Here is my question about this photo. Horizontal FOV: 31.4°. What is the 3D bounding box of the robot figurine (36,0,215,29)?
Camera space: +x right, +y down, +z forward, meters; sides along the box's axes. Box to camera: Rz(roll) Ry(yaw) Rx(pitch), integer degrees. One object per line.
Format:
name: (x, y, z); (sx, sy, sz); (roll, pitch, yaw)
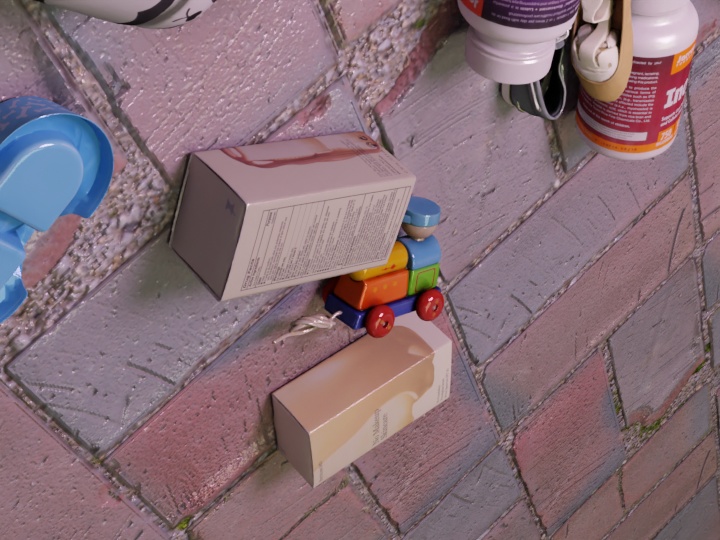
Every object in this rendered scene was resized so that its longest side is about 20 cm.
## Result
robot figurine: (-0.168, -0.222, 0.807); (0.199, 0.150, 0.126); (6, 106, -50)

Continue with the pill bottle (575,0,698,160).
pill bottle: (0.288, -0.223, 1.330); (0.112, 0.113, 0.201); (-30, 142, -25)

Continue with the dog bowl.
dog bowl: (-0.269, -0.042, 0.939); (0.201, 0.050, 0.111); (-51, 146, 3)

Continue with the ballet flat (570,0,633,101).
ballet flat: (0.226, -0.240, 1.228); (0.063, 0.068, 0.202); (-45, 144, -39)

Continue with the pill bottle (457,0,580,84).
pill bottle: (0.144, -0.271, 1.124); (0.111, 0.111, 0.202); (-25, 139, -30)

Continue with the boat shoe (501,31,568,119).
boat shoe: (0.187, -0.237, 1.248); (0.072, 0.062, 0.202); (-24, 139, -31)

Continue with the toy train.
toy train: (0.000, 0.000, 1.261); (0.199, 0.084, 0.117); (-16, 124, -39)

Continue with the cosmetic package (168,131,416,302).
cosmetic package: (-0.058, -0.052, 1.131); (0.199, 0.087, 0.104); (-12, 133, -43)

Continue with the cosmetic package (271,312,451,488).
cosmetic package: (0.004, 0.137, 1.400); (0.199, 0.071, 0.106); (-32, 143, -24)
